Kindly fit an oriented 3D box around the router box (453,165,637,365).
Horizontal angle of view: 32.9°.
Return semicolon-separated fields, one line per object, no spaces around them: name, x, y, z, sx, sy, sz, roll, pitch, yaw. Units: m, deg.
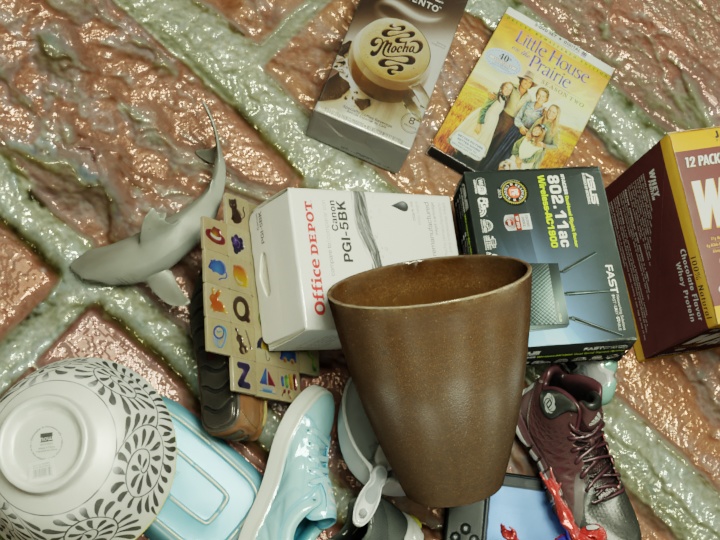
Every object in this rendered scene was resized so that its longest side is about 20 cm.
router box;0.185;-0.005;1.240;0.148;0.062;0.202;-3;67;-10

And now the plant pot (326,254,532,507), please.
plant pot;0.075;0.105;1.113;0.185;0.187;0.202;-11;102;-13

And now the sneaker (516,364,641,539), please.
sneaker;0.225;0.182;1.212;0.075;0.116;0.201;-19;62;-29

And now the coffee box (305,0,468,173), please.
coffee box;0.030;-0.225;1.329;0.112;0.080;0.201;22;73;-3

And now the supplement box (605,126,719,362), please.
supplement box;0.364;-0.027;1.274;0.132;0.200;0.199;-8;77;-12

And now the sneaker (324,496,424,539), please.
sneaker;-0.020;0.304;1.174;0.085;0.074;0.201;45;61;-25

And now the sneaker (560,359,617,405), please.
sneaker;0.182;0.059;1.289;0.139;0.078;0.201;-13;69;-12

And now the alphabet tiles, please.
alphabet tiles;-0.098;0.029;1.214;0.166;0.006;0.202;19;61;-50

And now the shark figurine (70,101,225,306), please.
shark figurine;-0.189;-0.058;1.224;0.128;0.090;0.215;35;76;27

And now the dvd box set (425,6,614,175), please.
dvd box set;0.182;-0.179;1.370;0.146;0.029;0.201;31;73;-1

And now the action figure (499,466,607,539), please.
action figure;0.144;0.261;1.153;0.199;0.065;0.099;-14;60;-28

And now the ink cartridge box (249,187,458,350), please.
ink cartridge box;0.000;0.000;1.228;0.199;0.083;0.148;0;75;-33

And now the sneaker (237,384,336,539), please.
sneaker;-0.050;0.213;1.187;0.081;0.074;0.201;11;73;25

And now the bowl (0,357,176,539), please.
bowl;-0.280;0.168;1.133;0.199;0.094;0.203;-3;72;8

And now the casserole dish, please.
casserole dish;-0.177;0.208;1.199;0.200;0.039;0.121;39;72;3

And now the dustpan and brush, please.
dustpan and brush;0.023;0.186;1.181;0.139;0.057;0.200;34;42;-1

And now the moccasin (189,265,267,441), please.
moccasin;-0.123;0.071;1.224;0.073;0.078;0.203;-21;65;24

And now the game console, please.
game console;0.187;0.286;1.202;0.198;0.118;0.172;9;74;-8
